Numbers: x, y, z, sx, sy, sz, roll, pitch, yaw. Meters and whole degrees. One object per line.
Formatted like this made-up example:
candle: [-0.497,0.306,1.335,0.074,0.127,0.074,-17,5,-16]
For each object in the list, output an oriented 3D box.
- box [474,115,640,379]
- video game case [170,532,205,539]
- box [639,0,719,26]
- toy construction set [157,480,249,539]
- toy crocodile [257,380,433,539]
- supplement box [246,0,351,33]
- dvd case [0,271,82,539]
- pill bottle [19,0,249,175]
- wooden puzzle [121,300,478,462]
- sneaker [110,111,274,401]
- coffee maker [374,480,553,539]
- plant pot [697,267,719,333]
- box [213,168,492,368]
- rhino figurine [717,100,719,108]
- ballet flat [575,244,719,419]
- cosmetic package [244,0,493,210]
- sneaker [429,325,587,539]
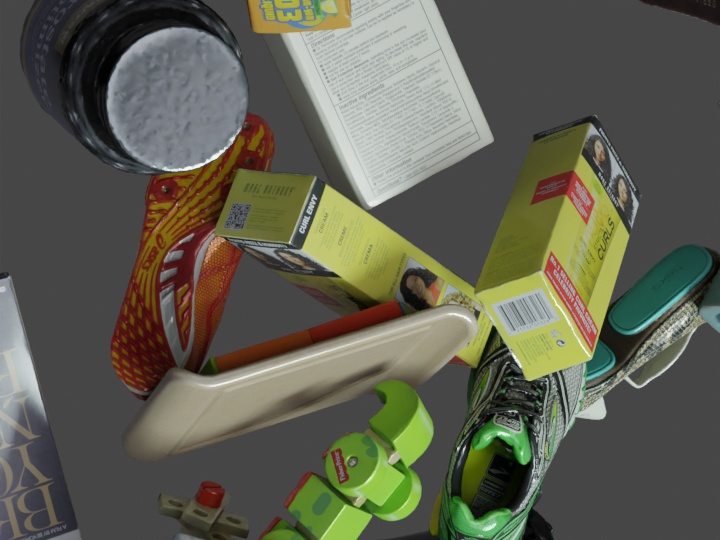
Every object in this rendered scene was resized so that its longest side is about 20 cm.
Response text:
box: [0.130,-0.018,1.561,0.050,0.200,0.075,-20,114,28]
video game case: [-0.089,0.260,1.503,0.182,0.022,0.200,21,117,-32]
box: [0.300,-0.256,1.579,0.200,0.164,0.166,-9,106,-17]
toy construction set: [-0.112,0.242,1.586,0.092,0.131,0.200,13,101,24]
toy crocodile: [-0.024,0.157,1.525,0.200,0.062,0.068,-52,144,-1]
supplement box: [-0.042,-0.245,1.455,0.069,0.067,0.200,-6,65,0]
dvd case: [-0.273,0.116,1.553,0.149,0.016,0.200,-17,108,-15]
pill bottle: [-0.133,-0.119,1.444,0.112,0.200,0.112,-4,105,-18]
wooden puzzle: [-0.044,0.067,1.536,0.200,0.185,0.037,-12,75,-20]
sneaker: [-0.110,-0.010,1.558,0.073,0.077,0.200,21,81,12]
coffee maker: [0.025,0.224,1.636,0.200,0.135,0.192,-6,81,-19]
plant pot: [0.388,-0.013,1.651,0.196,0.196,0.200,38,63,-30]
box: [0.000,0.000,1.550,0.200,0.075,0.050,34,71,-44]
rhino figurine: [0.314,-0.121,1.619,0.087,0.200,0.060,-14,81,-42]
ballet flat: [0.176,0.059,1.673,0.200,0.068,0.075,-32,131,-11]
cosmetic package: [-0.004,-0.152,1.549,0.104,0.073,0.200,-28,110,-10]
sneaker: [0.104,0.099,1.572,0.078,0.085,0.200,16,67,1]
